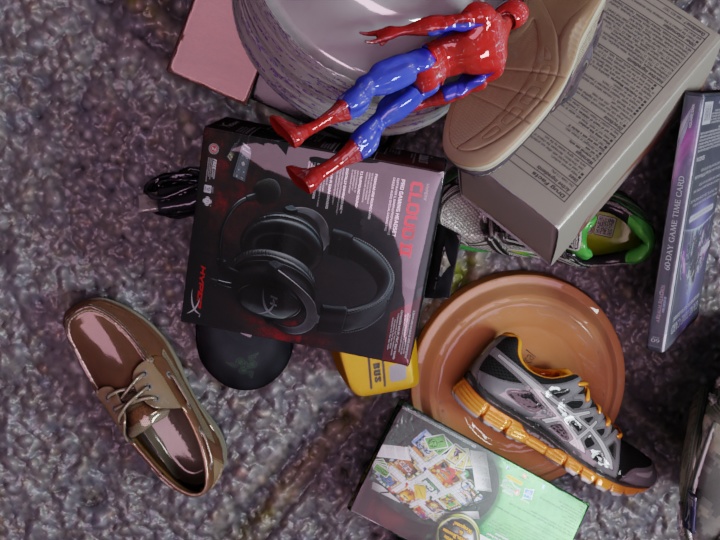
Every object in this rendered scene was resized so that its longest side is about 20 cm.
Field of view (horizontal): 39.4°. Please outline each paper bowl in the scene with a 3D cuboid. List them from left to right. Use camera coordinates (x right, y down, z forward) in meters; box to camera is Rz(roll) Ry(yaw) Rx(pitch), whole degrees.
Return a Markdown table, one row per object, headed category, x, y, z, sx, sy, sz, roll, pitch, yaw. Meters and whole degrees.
| category | x | y | z | sx | sy | sz | roll | pitch | yaw |
| --- | --- | --- | --- | --- | --- | --- | --- | --- | --- |
| paper bowl | 0.012 | -0.210 | 0.734 | 0.198 | 0.104 | 0.204 | 8 | 63 | -17 |

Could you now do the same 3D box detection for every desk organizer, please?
| category | x | y | z | sx | sy | sz | roll | pitch | yaw |
| --- | --- | --- | --- | --- | --- | --- | --- | --- | --- |
| desk organizer | -0.049 | -0.159 | 0.808 | 0.198 | 0.072 | 0.078 | 23 | 103 | -9 |

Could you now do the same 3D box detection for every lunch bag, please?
| category | x | y | z | sx | sy | sz | roll | pitch | yaw |
| --- | --- | --- | --- | --- | --- | --- | --- | --- | --- |
| lunch bag | 0.341 | 0.150 | 0.843 | 0.138 | 0.200 | 0.169 | 31 | 107 | 16 |

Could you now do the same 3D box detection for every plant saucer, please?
| category | x | y | z | sx | sy | sz | roll | pitch | yaw |
| --- | --- | --- | --- | --- | --- | --- | --- | --- | --- |
| plant saucer | 0.142 | 0.102 | 0.904 | 0.197 | 0.032 | 0.204 | -1 | 103 | -5 |

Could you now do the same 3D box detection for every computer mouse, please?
| category | x | y | z | sx | sy | sz | roll | pitch | yaw |
| --- | --- | --- | --- | --- | --- | --- | --- | --- | --- |
| computer mouse | -0.107 | 0.012 | 0.851 | 0.136 | 0.053 | 0.203 | -8 | 104 | -4 |

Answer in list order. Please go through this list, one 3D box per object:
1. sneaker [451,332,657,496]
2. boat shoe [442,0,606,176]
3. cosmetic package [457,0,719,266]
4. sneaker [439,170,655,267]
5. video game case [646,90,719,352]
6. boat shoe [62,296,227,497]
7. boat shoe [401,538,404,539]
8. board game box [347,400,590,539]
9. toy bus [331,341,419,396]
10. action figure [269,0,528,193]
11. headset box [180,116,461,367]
| category | x | y | z | sx | sy | sz | roll | pitch | yaw |
| --- | --- | --- | --- | --- | --- | --- | --- | --- | --- |
| sneaker | 0.177 | 0.126 | 0.860 | 0.198 | 0.078 | 0.078 | 30 | 90 | -12 |
| boat shoe | 0.127 | -0.142 | 0.719 | 0.071 | 0.065 | 0.202 | 20 | 70 | 29 |
| cosmetic package | 0.176 | -0.118 | 0.785 | 0.103 | 0.087 | 0.200 | 41 | 80 | 18 |
| sneaker | 0.154 | -0.045 | 0.843 | 0.197 | 0.085 | 0.079 | 3 | 103 | -5 |
| video game case | 0.274 | -0.046 | 0.831 | 0.019 | 0.142 | 0.203 | 13 | 105 | 27 |
| boat shoe | -0.181 | 0.109 | 0.858 | 0.075 | 0.072 | 0.201 | -37 | 103 | 4 |
| boat shoe | 0.122 | 0.289 | 0.926 | 0.197 | 0.071 | 0.092 | 16 | 99 | -9 |
| board game box | 0.096 | 0.207 | 0.884 | 0.198 | 0.023 | 0.106 | 30 | 81 | -10 |
| toy bus | 0.000 | 0.000 | 0.848 | 0.077 | 0.065 | 0.203 | -8 | 104 | -10 |
| action figure | 0.033 | -0.127 | 0.658 | 0.199 | 0.052 | 0.066 | -32 | 130 | -15 |
| headset box | -0.025 | -0.022 | 0.762 | 0.197 | 0.077 | 0.151 | 12 | 105 | 4 |
